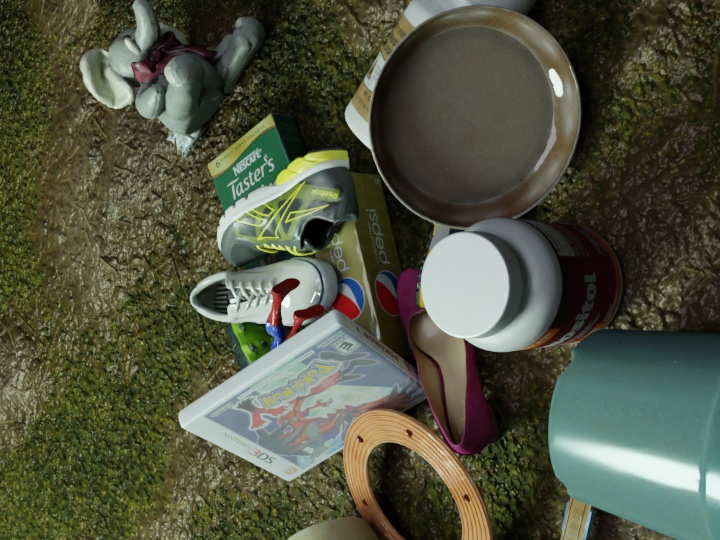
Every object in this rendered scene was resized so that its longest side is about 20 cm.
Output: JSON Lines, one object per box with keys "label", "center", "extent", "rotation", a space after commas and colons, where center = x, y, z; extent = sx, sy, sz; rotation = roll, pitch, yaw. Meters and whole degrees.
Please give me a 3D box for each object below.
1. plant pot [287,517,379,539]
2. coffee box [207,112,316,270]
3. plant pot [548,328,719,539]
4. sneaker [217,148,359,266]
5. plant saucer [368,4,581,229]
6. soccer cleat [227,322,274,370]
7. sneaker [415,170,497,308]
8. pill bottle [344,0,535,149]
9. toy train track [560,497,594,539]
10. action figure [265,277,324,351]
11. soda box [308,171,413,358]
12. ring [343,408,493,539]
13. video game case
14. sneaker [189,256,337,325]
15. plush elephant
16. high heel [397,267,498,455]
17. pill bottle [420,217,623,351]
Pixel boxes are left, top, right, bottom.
{"label": "plant pot", "center": [-0.012, 0.365, 1.023], "extent": [0.187, 0.186, 0.202], "rotation": [-38, 56, 31]}
{"label": "coffee box", "center": [-0.098, -0.065, 1.159], "extent": [0.122, 0.044, 0.202], "rotation": [-30, 72, 34]}
{"label": "plant pot", "center": [0.268, 0.131, 0.793], "extent": [0.195, 0.199, 0.203], "rotation": [7, 94, 45]}
{"label": "sneaker", "center": [-0.079, -0.047, 1.040], "extent": [0.200, 0.074, 0.085], "rotation": [-37, 66, 39]}
{"label": "plant saucer", "center": [0.103, -0.139, 0.917], "extent": [0.032, 0.198, 0.202], "rotation": [-121, 46, -73]}
{"label": "soccer cleat", "center": [-0.108, 0.143, 1.154], "extent": [0.081, 0.067, 0.201], "rotation": [-44, 68, 30]}
{"label": "sneaker", "center": [0.119, -0.049, 0.988], "extent": [0.089, 0.070, 0.202], "rotation": [18, 90, 3]}
{"label": "pill bottle", "center": [0.079, -0.204, 0.977], "extent": [0.114, 0.114, 0.201], "rotation": [46, 115, 28]}
{"label": "toy train track", "center": [0.206, 0.244, 0.934], "extent": [0.114, 0.032, 0.202], "rotation": [15, 93, 44]}
{"label": "action figure", "center": [-0.059, 0.094, 1.048], "extent": [0.065, 0.098, 0.201], "rotation": [46, 137, 31]}
{"label": "soda box", "center": [0.000, 0.000, 1.068], "extent": [0.064, 0.067, 0.202], "rotation": [-22, 77, 36]}
{"label": "ring", "center": [0.058, 0.229, 1.011], "extent": [0.199, 0.019, 0.202], "rotation": [28, 131, 38]}
{"label": "video game case", "center": [-0.050, 0.134, 1.012], "extent": [0.199, 0.182, 0.023], "rotation": [-34, 48, 16]}
{"label": "sneaker", "center": [-0.108, 0.029, 1.083], "extent": [0.199, 0.070, 0.074], "rotation": [-14, 84, 44]}
{"label": "plush elephant", "center": [-0.233, -0.247, 1.191], "extent": [0.155, 0.165, 0.200], "rotation": [41, 142, 3]}
{"label": "high heel", "center": [0.078, 0.083, 0.984], "extent": [0.067, 0.096, 0.201], "rotation": [-33, 73, 16]}
{"label": "pill bottle", "center": [0.141, 0.012, 0.875], "extent": [0.112, 0.199, 0.114], "rotation": [0, 90, 38]}
